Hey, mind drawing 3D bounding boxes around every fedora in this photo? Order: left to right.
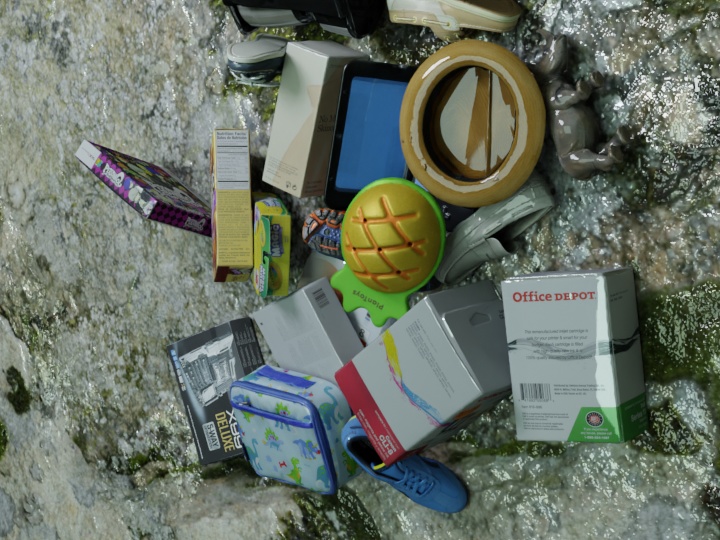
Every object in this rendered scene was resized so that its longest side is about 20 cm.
[{"bbox_3d":[0.144,-0.180,1.588,0.199,0.082,0.202,5,103,22],"label":"fedora"}]

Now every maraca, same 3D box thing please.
[{"bbox_3d":[0.034,-0.023,1.643,0.137,0.107,0.201,27,116,14],"label":"maraca"}]

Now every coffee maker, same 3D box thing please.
[{"bbox_3d":[-0.087,-0.395,1.712,0.199,0.192,0.135,9,71,32],"label":"coffee maker"}]

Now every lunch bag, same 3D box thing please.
[{"bbox_3d":[-0.095,0.220,1.831,0.199,0.082,0.162,11,120,46],"label":"lunch bag"}]

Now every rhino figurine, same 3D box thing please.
[{"bbox_3d":[0.247,-0.199,1.541,0.087,0.060,0.201,-36,71,47],"label":"rhino figurine"}]

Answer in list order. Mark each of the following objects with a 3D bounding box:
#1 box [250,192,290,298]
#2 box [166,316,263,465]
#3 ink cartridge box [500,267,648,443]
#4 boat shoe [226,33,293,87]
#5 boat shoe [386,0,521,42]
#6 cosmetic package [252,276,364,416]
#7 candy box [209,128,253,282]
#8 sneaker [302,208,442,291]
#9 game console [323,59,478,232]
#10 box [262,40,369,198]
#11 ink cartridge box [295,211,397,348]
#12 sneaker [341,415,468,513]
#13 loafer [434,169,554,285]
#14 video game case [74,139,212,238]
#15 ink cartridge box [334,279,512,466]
[{"bbox_3d":[-0.129,-0.037,1.832,0.200,0.048,0.118,-119,31,-74],"label":"box"},{"bbox_3d":[-0.209,0.188,2.015,0.157,0.050,0.201,-21,84,41],"label":"box"},{"bbox_3d":[0.258,0.100,1.565,0.146,0.083,0.201,-2,96,37],"label":"ink cartridge box"},{"bbox_3d":[-0.139,-0.283,1.781,0.074,0.200,0.062,13,108,3],"label":"boat shoe"},{"bbox_3d":[0.116,-0.323,1.634,0.199,0.074,0.067,25,126,37],"label":"boat shoe"},{"bbox_3d":[-0.055,0.122,1.823,0.151,0.052,0.201,-24,94,52],"label":"cosmetic package"},{"bbox_3d":[-0.187,-0.092,1.878,0.117,0.056,0.201,127,142,-75],"label":"candy box"},{"bbox_3d":[0.023,-0.028,1.736,0.199,0.078,0.076,26,91,14],"label":"sneaker"},{"bbox_3d":[0.064,-0.155,1.671,0.175,0.116,0.201,23,113,36],"label":"game console"},{"bbox_3d":[-0.063,-0.209,1.789,0.078,0.095,0.201,27,116,34],"label":"box"},{"bbox_3d":[0.000,0.000,1.800,0.162,0.050,0.201,36,122,30],"label":"ink cartridge box"},{"bbox_3d":[0.056,0.270,1.730,0.200,0.078,0.066,36,105,-6],"label":"sneaker"},{"bbox_3d":[0.165,-0.043,1.633,0.200,0.070,0.070,-50,59,34],"label":"loafer"},{"bbox_3d":[-0.304,-0.117,1.948,0.181,0.200,0.036,38,101,30],"label":"video game case"},{"bbox_3d":[0.100,0.129,1.670,0.200,0.145,0.145,-43,71,38],"label":"ink cartridge box"}]
